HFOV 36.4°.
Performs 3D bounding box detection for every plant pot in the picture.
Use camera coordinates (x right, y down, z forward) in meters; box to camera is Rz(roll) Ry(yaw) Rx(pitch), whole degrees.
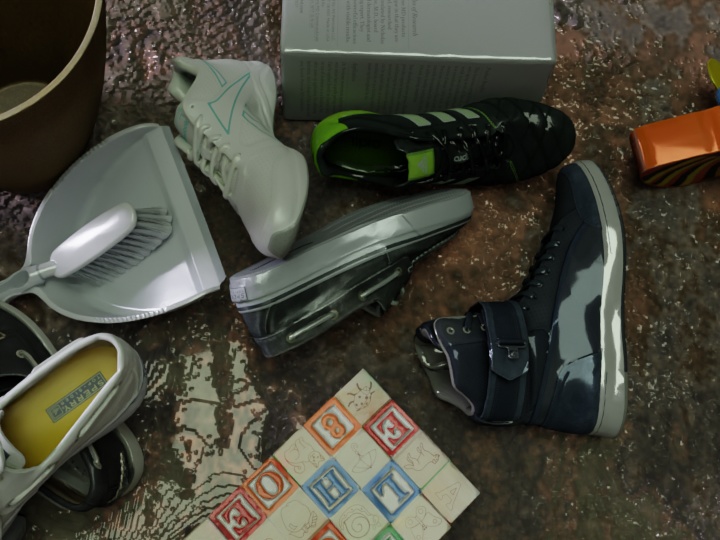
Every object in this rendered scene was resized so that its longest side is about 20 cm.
[{"bbox_3d":[-0.252,-0.134,0.748,0.183,0.200,0.189,1,70,-3],"label":"plant pot"}]

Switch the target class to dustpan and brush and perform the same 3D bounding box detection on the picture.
[{"bbox_3d":[-0.207,-0.005,0.778,0.199,0.057,0.141,-30,71,19],"label":"dustpan and brush"}]

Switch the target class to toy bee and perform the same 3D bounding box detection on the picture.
[{"bbox_3d":[0.310,-0.097,0.827,0.197,0.109,0.133,4,77,25],"label":"toy bee"}]

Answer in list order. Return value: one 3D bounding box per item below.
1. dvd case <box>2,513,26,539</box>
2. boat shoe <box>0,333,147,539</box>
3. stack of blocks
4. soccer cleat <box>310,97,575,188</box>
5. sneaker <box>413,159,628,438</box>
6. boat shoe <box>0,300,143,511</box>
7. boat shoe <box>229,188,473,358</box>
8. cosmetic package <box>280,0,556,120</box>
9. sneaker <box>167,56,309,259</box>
[{"bbox_3d":[-0.303,0.201,0.655,0.140,0.201,0.018,10,115,0],"label":"dvd case"},{"bbox_3d":[-0.215,0.109,0.654,0.201,0.086,0.075,-38,76,-13],"label":"boat shoe"},{"bbox_3d":[-0.031,0.179,0.725,0.200,0.059,0.115,-42,78,-15],"label":"stack of blocks"},{"bbox_3d":[0.060,-0.086,0.802,0.197,0.081,0.068,-1,113,4],"label":"soccer cleat"},{"bbox_3d":[0.112,0.013,0.780,0.144,0.077,0.205,3,72,-5],"label":"sneaker"},{"bbox_3d":[-0.235,0.087,0.737,0.200,0.060,0.074,43,105,9],"label":"boat shoe"},{"bbox_3d":[0.000,0.000,0.788,0.198,0.072,0.072,-24,105,-21],"label":"boat shoe"},{"bbox_3d":[0.040,-0.165,0.826,0.197,0.102,0.072,2,70,-3],"label":"cosmetic package"},{"bbox_3d":[-0.091,-0.082,0.772,0.079,0.071,0.201,8,38,-29],"label":"sneaker"}]
